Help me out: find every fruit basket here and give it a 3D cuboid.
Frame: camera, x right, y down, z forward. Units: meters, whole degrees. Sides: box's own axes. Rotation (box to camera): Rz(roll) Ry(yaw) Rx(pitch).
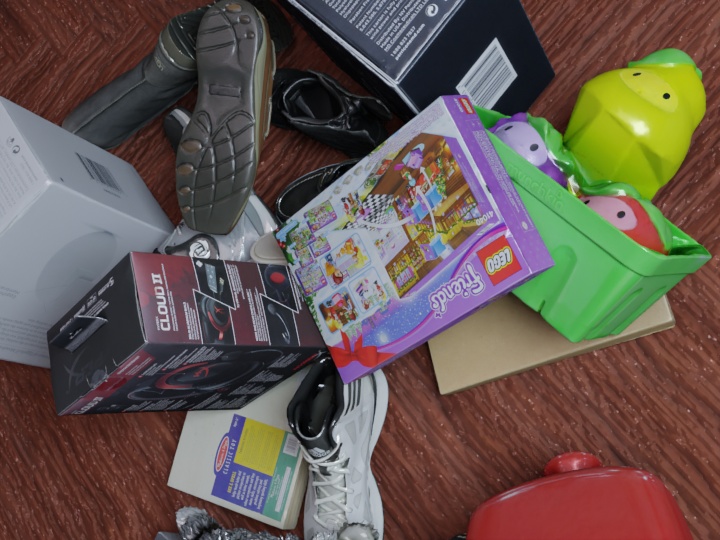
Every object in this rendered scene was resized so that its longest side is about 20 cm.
[{"bbox_3d":[0.173,-0.077,0.716,0.213,0.154,0.220,1,91,36],"label":"fruit basket"}]

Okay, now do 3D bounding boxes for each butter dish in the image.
[{"bbox_3d":[0.156,0.197,0.671,0.197,0.201,0.150,-16,47,21],"label":"butter dish"}]

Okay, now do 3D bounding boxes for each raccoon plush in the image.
[{"bbox_3d":[-0.064,0.215,0.757,0.132,0.098,0.200,-23,38,-16],"label":"raccoon plush"}]

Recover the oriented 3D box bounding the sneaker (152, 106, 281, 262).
[{"bbox_3d":[-0.162,-0.062,0.912,0.115,0.075,0.201,-37,64,-7],"label":"sneaker"}]

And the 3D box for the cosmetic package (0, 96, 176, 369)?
[{"bbox_3d":[-0.317,-0.025,0.921,0.200,0.199,0.123,-44,64,8],"label":"cosmetic package"}]

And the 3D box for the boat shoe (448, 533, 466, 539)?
[{"bbox_3d":[0.027,0.280,0.758,0.076,0.060,0.201,43,98,26],"label":"boat shoe"}]

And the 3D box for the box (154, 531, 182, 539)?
[{"bbox_3d":[-0.133,0.339,0.806,0.198,0.048,0.160,24,87,40],"label":"box"}]

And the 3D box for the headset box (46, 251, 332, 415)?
[{"bbox_3d":[-0.144,0.055,0.767,0.148,0.198,0.076,-35,62,40],"label":"headset box"}]

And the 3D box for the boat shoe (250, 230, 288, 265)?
[{"bbox_3d":[0.000,0.000,0.829,0.197,0.058,0.067,3,43,22],"label":"boat shoe"}]

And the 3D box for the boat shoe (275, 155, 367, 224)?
[{"bbox_3d":[-0.005,-0.072,0.850,0.198,0.056,0.070,-7,71,36],"label":"boat shoe"}]

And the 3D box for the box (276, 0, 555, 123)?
[{"bbox_3d":[0.035,-0.209,0.799,0.196,0.200,0.124,42,95,27],"label":"box"}]

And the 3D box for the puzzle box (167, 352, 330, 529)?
[{"bbox_3d":[-0.092,0.117,0.877,0.131,0.025,0.203,13,83,27],"label":"puzzle box"}]

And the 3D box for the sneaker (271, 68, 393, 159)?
[{"bbox_3d":[-0.045,-0.153,0.876,0.198,0.104,0.061,30,90,28],"label":"sneaker"}]

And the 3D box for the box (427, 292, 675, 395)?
[{"bbox_3d":[0.138,-0.002,0.798,0.197,0.021,0.166,-20,69,20],"label":"box"}]

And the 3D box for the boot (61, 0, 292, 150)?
[{"bbox_3d":[-0.183,-0.191,0.961,0.199,0.181,0.073,-34,82,43],"label":"boot"}]

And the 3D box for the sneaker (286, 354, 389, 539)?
[{"bbox_3d":[-0.031,0.166,0.784,0.074,0.115,0.204,-1,77,25],"label":"sneaker"}]

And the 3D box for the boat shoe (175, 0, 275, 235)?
[{"bbox_3d":[-0.109,-0.132,0.853,0.074,0.074,0.204,14,98,14],"label":"boat shoe"}]

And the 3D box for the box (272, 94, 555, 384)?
[{"bbox_3d":[0.032,-0.017,0.721,0.199,0.039,0.138,-34,78,38],"label":"box"}]
